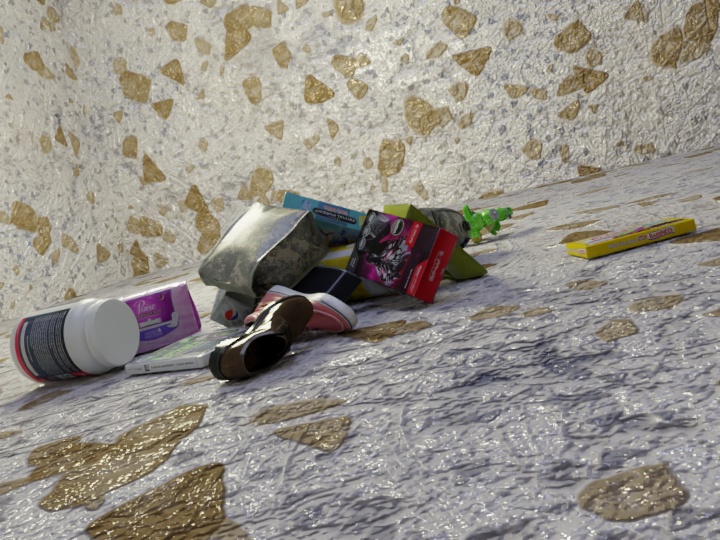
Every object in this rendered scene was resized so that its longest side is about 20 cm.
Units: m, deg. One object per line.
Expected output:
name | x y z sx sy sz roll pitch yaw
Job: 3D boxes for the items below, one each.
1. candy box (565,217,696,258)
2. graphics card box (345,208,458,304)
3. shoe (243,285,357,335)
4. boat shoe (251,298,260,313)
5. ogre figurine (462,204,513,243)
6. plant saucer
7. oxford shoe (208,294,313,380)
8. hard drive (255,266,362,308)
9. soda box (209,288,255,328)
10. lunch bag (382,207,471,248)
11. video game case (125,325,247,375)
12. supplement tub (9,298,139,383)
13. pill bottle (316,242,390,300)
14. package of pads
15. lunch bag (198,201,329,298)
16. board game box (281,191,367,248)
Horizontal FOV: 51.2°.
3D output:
candy box | 0.480 -0.059 1.342 0.200 0.026 0.102 -14 4 -4
graphics card box | 0.068 -0.029 1.315 0.051 0.126 0.200 21 1 -39
shoe | -0.101 0.085 1.227 0.200 0.072 0.091 12 49 40
boat shoe | -0.195 0.059 1.593 0.200 0.062 0.073 -17 8 -18
ogre figurine | 0.281 -0.116 1.901 0.200 0.098 0.120 0 -1 16
plant saucer | 0.129 -0.047 1.458 0.048 0.200 0.200 -51 12 -4
oxford shoe | -0.123 0.100 1.104 0.084 0.073 0.200 -4 27 39
hard drive | -0.103 0.045 1.392 0.200 0.042 0.135 0 41 48
soda box | -0.249 0.034 1.516 0.068 0.063 0.200 -54 18 25
lunch bag | 0.128 -0.075 1.694 0.168 0.140 0.200 -21 11 -40
video game case | -0.281 0.136 1.326 0.182 0.023 0.200 -10 8 31
supplement tub | -0.529 0.129 1.393 0.200 0.141 0.140 -11 8 22
pill bottle | 0.000 0.000 1.476 0.200 0.111 0.111 -9 9 35
package of pads | -0.427 0.099 1.506 0.200 0.121 0.076 -16 7 -8
lunch bag | -0.187 -0.024 1.404 0.164 0.118 0.200 13 48 42
board game box | -0.070 -0.077 1.531 0.200 0.047 0.151 14 -29 -6
